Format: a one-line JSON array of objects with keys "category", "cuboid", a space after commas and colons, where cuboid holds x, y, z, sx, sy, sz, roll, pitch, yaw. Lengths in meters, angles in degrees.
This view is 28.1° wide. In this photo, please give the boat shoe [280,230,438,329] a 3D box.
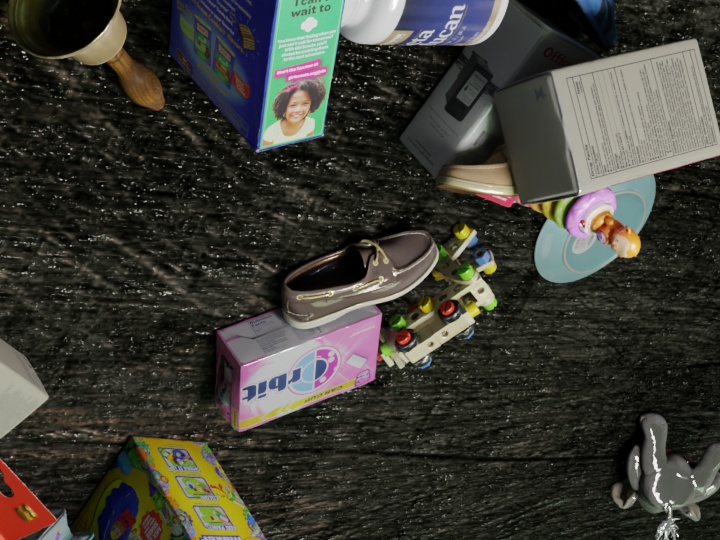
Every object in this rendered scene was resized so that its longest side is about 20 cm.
[{"category": "boat shoe", "cuboid": [0.000, 0.000, 1.647, 0.199, 0.072, 0.060, -23, 144, -12]}]

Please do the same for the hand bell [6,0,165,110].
[{"category": "hand bell", "cuboid": [-0.216, -0.190, 1.267, 0.104, 0.104, 0.200, -40, 155, 0]}]

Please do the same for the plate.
[{"category": "plate", "cuboid": [0.317, -0.056, 1.898, 0.199, 0.026, 0.201, -24, 142, -21]}]

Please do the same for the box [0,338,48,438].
[{"category": "box", "cuboid": [-0.397, 0.088, 1.396, 0.082, 0.068, 0.200, -39, 143, -1]}]

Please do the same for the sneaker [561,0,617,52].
[{"category": "sneaker", "cuboid": [0.252, -0.310, 1.545, 0.078, 0.066, 0.200, -44, 143, 0]}]

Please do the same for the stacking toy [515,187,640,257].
[{"category": "stacking toy", "cuboid": [0.257, -0.080, 1.674, 0.109, 0.200, 0.117, -18, 140, -26]}]

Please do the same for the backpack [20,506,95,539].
[{"category": "backpack", "cuboid": [-0.395, 0.356, 1.578, 0.199, 0.154, 0.176, -22, -170, 11]}]

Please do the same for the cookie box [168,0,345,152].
[{"category": "cookie box", "cuboid": [-0.091, -0.235, 1.240, 0.075, 0.171, 0.201, -18, 139, -29]}]

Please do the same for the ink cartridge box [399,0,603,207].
[{"category": "ink cartridge box", "cuboid": [0.162, -0.184, 1.582, 0.145, 0.083, 0.200, 17, 116, -48]}]

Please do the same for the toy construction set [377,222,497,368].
[{"category": "toy construction set", "cuboid": [0.083, 0.046, 1.730, 0.092, 0.131, 0.200, 32, 111, -34]}]

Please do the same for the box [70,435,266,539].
[{"category": "box", "cuboid": [-0.233, 0.335, 1.689, 0.122, 0.193, 0.200, 13, 119, -47]}]

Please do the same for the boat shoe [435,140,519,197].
[{"category": "boat shoe", "cuboid": [0.169, -0.114, 1.545, 0.199, 0.071, 0.065, -3, 97, -28]}]

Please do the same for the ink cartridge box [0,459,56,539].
[{"category": "ink cartridge box", "cuboid": [-0.430, 0.247, 1.436, 0.199, 0.047, 0.160, -28, 114, 23]}]

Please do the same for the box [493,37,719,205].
[{"category": "box", "cuboid": [0.258, -0.154, 1.493, 0.199, 0.109, 0.129, -15, 93, -28]}]

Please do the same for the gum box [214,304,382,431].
[{"category": "gum box", "cuboid": [-0.078, 0.102, 1.685, 0.199, 0.066, 0.114, -19, 138, -25]}]

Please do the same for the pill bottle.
[{"category": "pill bottle", "cuboid": [0.035, -0.269, 1.361, 0.199, 0.111, 0.111, -6, 132, -36]}]

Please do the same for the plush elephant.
[{"category": "plush elephant", "cuboid": [0.505, 0.348, 2.390, 0.164, 0.155, 0.201, 15, 85, -5]}]
